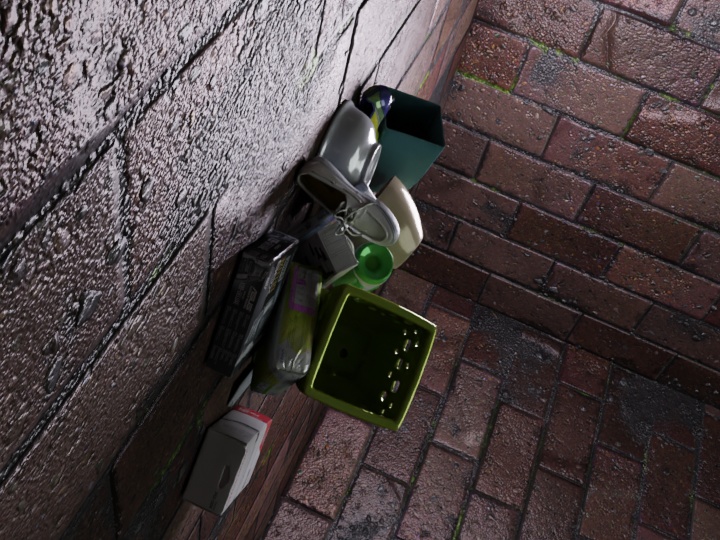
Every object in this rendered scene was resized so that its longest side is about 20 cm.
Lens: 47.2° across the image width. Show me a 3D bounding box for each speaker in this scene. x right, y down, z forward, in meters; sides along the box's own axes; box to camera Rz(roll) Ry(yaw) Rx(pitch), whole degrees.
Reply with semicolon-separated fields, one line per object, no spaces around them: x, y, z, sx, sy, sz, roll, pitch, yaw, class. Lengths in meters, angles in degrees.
0.000;0.000;1.637;0.089;0.088;0.200;-65;-169;-16;speaker

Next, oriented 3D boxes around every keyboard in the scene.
-0.216;0.206;1.647;0.057;0.011;0.200;-63;177;23;keyboard

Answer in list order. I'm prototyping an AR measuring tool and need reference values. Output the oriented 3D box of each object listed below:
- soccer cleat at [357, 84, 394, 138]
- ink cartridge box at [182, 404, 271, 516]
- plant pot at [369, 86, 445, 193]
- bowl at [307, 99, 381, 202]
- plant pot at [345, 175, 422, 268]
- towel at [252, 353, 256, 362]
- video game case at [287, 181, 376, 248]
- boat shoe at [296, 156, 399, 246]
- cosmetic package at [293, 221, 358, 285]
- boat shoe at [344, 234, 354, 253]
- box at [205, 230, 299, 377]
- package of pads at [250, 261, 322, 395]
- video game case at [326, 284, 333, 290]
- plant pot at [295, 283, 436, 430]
0.005;-0.291;1.675;0.083;0.065;0.201;-24;152;-35;soccer cleat
-0.250;0.355;1.568;0.200;0.082;0.149;-18;130;-83;ink cartridge box
0.076;-0.268;1.820;0.201;0.139;0.143;123;-24;-45;plant pot
-0.019;-0.206;1.539;0.201;0.089;0.204;23;90;-83;bowl
0.055;-0.082;1.762;0.201;0.134;0.200;-48;-175;5;plant pot
-0.159;0.078;1.661;0.201;0.023;0.154;-63;174;-49;towel
-0.054;-0.094;1.526;0.181;0.024;0.200;-34;176;4;video game case
-0.025;-0.102;1.366;0.075;0.202;0.086;-44;-175;36;boat shoe
-0.074;-0.015;1.476;0.050;0.083;0.200;-23;175;-24;cosmetic package
-0.050;-0.034;1.545;0.062;0.076;0.200;-21;177;-23;boat shoe
-0.170;0.049;1.308;0.158;0.049;0.202;-52;164;-72;box
-0.127;0.101;1.419;0.154;0.067;0.203;137;-36;-58;package of pads
-0.081;0.092;1.840;0.199;0.025;0.183;11;-105;57;video game case
-0.011;0.146;1.464;0.203;0.197;0.181;-68;-159;-8;plant pot
